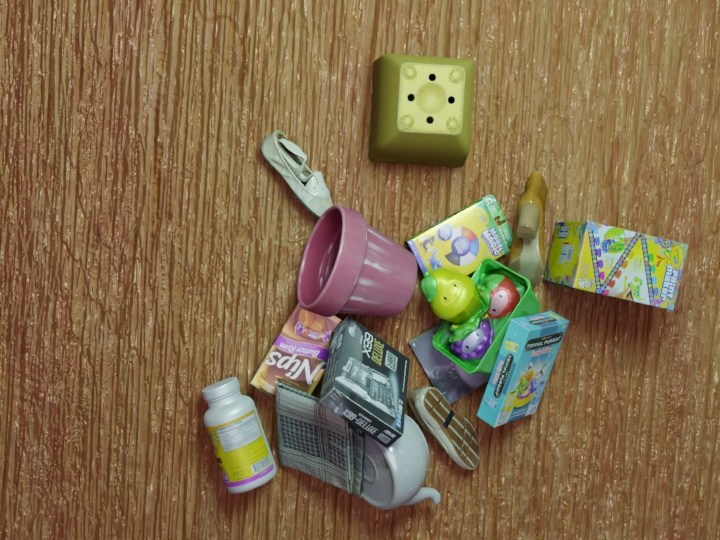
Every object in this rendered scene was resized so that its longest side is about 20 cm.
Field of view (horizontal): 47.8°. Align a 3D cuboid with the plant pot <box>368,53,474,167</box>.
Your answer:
[{"bbox_3d":[0.119,-0.302,1.488,0.190,0.200,0.200,3,93,-2],"label":"plant pot"}]

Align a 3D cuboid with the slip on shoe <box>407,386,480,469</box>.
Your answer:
[{"bbox_3d":[0.163,0.310,1.599,0.201,0.060,0.076,50,56,-20],"label":"slip on shoe"}]

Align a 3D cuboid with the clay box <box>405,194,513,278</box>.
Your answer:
[{"bbox_3d":[0.199,-0.054,1.581,0.198,0.048,0.116,-29,95,0],"label":"clay box"}]

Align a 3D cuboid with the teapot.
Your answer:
[{"bbox_3d":[0.061,0.341,1.552,0.145,0.196,0.203,-23,132,-36],"label":"teapot"}]

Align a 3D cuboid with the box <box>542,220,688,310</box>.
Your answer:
[{"bbox_3d":[0.469,-0.012,1.519,0.189,0.200,0.124,13,92,-4],"label":"box"}]

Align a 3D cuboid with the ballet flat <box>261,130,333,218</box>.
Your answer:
[{"bbox_3d":[-0.111,-0.181,1.546,0.200,0.068,0.062,46,127,-4],"label":"ballet flat"}]

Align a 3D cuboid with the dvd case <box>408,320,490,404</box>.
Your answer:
[{"bbox_3d":[0.215,0.154,1.610,0.198,0.016,0.150,-31,94,-1],"label":"dvd case"}]

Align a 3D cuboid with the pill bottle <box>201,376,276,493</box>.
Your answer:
[{"bbox_3d":[-0.238,0.312,1.557,0.102,0.104,0.204,-19,93,-1],"label":"pill bottle"}]

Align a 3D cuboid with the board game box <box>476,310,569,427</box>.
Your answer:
[{"bbox_3d":[0.307,0.184,1.529,0.047,0.149,0.203,30,113,36],"label":"board game box"}]

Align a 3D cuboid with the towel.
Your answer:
[{"bbox_3d":[-0.078,0.322,1.524,0.197,0.034,0.196,15,120,26],"label":"towel"}]

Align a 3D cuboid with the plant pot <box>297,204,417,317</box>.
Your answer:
[{"bbox_3d":[0.000,0.000,1.512,0.176,0.200,0.204,17,93,-22],"label":"plant pot"}]

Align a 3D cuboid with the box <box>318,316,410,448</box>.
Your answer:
[{"bbox_3d":[0.012,0.199,1.478,0.157,0.201,0.050,37,122,-16],"label":"box"}]

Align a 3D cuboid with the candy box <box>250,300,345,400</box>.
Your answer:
[{"bbox_3d":[-0.115,0.160,1.578,0.115,0.056,0.202,31,93,-5],"label":"candy box"}]

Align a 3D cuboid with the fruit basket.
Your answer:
[{"bbox_3d":[0.209,0.072,1.512,0.212,0.155,0.220,-15,119,-28],"label":"fruit basket"}]

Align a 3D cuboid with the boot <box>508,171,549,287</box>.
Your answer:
[{"bbox_3d":[0.333,-0.077,1.568,0.069,0.203,0.146,10,52,18],"label":"boot"}]
